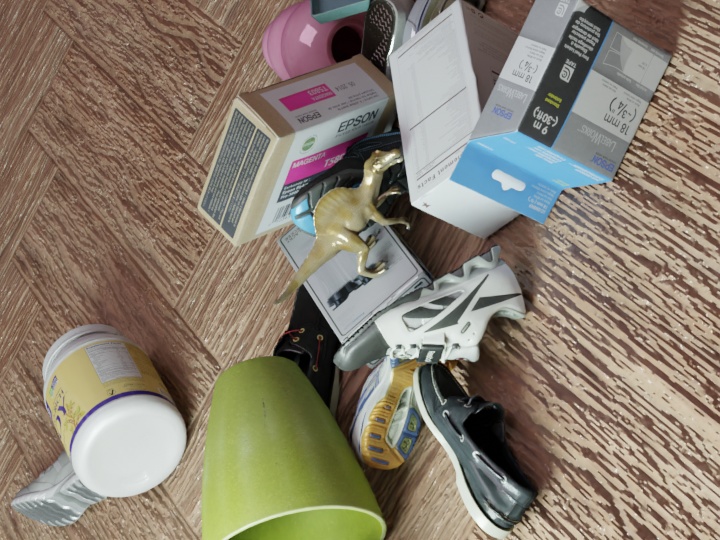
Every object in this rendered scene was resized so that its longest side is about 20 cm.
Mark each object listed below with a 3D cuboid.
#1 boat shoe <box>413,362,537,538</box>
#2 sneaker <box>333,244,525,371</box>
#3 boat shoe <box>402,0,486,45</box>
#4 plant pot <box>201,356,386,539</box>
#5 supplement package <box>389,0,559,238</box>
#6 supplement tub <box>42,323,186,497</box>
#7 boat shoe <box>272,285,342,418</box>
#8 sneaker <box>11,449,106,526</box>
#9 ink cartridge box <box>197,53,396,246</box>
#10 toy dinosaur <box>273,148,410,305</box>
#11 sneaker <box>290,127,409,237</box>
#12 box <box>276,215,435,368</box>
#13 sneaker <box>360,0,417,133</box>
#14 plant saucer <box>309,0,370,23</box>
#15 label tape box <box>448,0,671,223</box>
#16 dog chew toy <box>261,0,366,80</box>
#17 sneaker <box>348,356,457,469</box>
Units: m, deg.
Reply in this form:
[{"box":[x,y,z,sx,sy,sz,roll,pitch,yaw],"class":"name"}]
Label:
[{"box":[0.112,0.155,1.473,0.066,0.074,0.200,-45,43,25],"class":"boat shoe"},{"box":[0.072,0.060,1.504,0.199,0.074,0.089,-29,82,-7],"class":"sneaker"},{"box":[0.100,-0.286,1.713,0.062,0.072,0.201,5,75,45],"class":"boat shoe"},{"box":[-0.086,0.196,1.588,0.187,0.187,0.201,-39,51,33],"class":"plant pot"},{"box":[0.114,-0.155,1.594,0.114,0.109,0.201,-35,48,36],"class":"supplement package"},{"box":[-0.313,0.171,1.936,0.146,0.145,0.200,-57,38,14],"class":"supplement tub"},{"box":[-0.060,0.091,1.732,0.074,0.063,0.202,-23,54,46],"class":"boat shoe"},{"box":[-0.382,0.278,2.046,0.199,0.075,0.082,-26,39,34],"class":"sneaker"},{"box":[-0.067,-0.132,1.698,0.075,0.200,0.165,45,135,21],"class":"ink cartridge box"},{"box":[-0.015,-0.038,1.593,0.200,0.101,0.058,-54,37,2],"class":"toy dinosaur"},{"box":[0.000,-0.096,1.664,0.082,0.199,0.074,28,136,47],"class":"sneaker"},{"box":[0.000,0.000,1.675,0.117,0.060,0.200,-41,41,4],"class":"box"},{"box":[0.036,-0.215,1.772,0.073,0.084,0.201,34,121,32],"class":"sneaker"},{"box":[-0.025,-0.337,1.793,0.070,0.019,0.200,-16,31,7],"class":"plant saucer"},{"box":[0.191,-0.145,1.466,0.063,0.144,0.201,32,98,51],"class":"label tape box"},{"box":[-0.056,-0.270,1.863,0.200,0.124,0.125,16,85,61],"class":"dog chew toy"},{"box":[0.041,0.102,1.590,0.201,0.075,0.088,-61,20,-4],"class":"sneaker"}]
